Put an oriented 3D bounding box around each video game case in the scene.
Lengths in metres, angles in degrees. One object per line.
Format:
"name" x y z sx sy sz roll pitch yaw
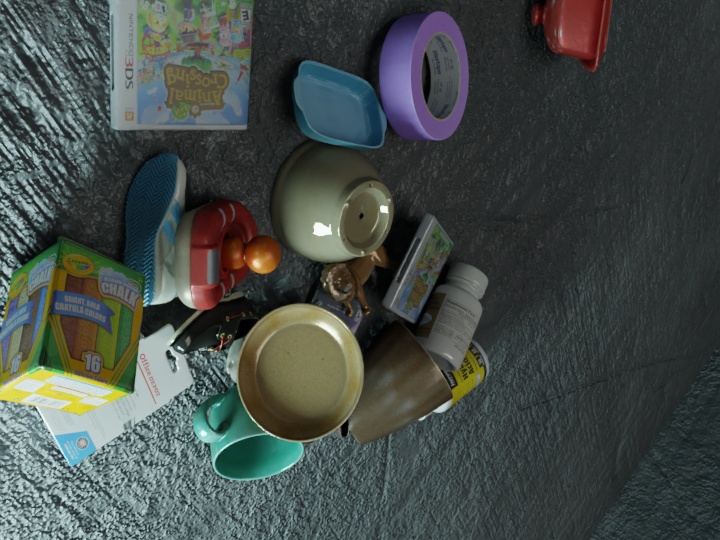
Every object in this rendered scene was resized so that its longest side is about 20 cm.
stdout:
"video game case" 0.115 0.003 1.278 0.186 0.022 0.200 -64 159 -3
"video game case" -0.075 0.132 1.214 0.141 0.019 0.205 27 88 -47
"video game case" -0.231 -0.281 0.873 0.196 0.022 0.188 -11 115 -41

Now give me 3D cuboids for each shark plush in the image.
"shark plush" -0.140 0.116 1.095 0.196 0.082 0.094 -23 123 -35

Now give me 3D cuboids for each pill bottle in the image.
"pill bottle" 0.181 0.237 1.443 0.197 0.110 0.114 -30 127 -31
"pill bottle" 0.190 0.094 1.376 0.114 0.112 0.204 46 64 -45

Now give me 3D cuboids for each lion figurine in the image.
"lion figurine" 0.000 0.000 1.195 0.201 0.071 0.125 -52 129 -45

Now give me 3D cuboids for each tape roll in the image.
"tape roll" 0.111 -0.326 1.122 0.198 0.064 0.208 -14 107 -53

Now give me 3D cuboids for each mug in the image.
"mug" -0.175 0.243 1.070 0.147 0.117 0.188 -15 141 -2

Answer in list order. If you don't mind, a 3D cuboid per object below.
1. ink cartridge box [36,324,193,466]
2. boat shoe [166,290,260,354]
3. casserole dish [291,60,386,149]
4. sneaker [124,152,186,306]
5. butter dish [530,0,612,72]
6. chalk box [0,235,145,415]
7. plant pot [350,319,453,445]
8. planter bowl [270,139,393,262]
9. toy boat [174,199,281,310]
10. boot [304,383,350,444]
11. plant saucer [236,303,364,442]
"ink cartridge box" -0.345 0.157 0.925 0.198 0.066 0.119 -33 128 -29
"boat shoe" -0.206 0.083 0.963 0.073 0.064 0.201 -42 175 18
"casserole dish" -0.037 -0.250 1.034 0.196 0.038 0.125 3 73 -46
"sneaker" -0.270 -0.057 0.908 0.080 0.074 0.207 -8 111 -66
"butter dish" 0.413 -0.511 1.322 0.200 0.143 0.207 -68 159 -65
"chalk box" -0.348 0.052 0.806 0.123 0.121 0.206 28 49 -47
"plant pot" 0.048 0.235 1.284 0.198 0.187 0.189 -38 132 -8
"planter bowl" -0.030 -0.100 1.070 0.196 0.133 0.207 -19 121 -36
"toy boat" -0.173 -0.025 0.920 0.126 0.200 0.135 4 104 3
"boot" -0.073 0.245 1.130 0.071 0.165 0.206 -14 116 -28
"plant saucer" -0.091 0.155 1.017 0.203 0.198 0.035 -55 176 -8
